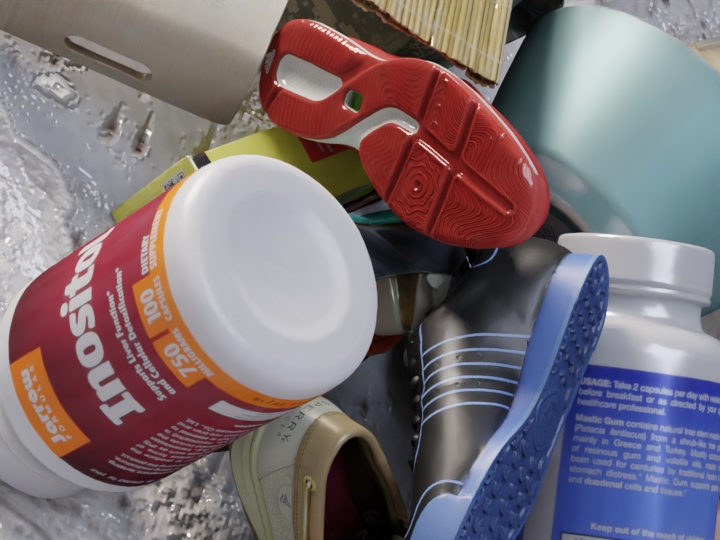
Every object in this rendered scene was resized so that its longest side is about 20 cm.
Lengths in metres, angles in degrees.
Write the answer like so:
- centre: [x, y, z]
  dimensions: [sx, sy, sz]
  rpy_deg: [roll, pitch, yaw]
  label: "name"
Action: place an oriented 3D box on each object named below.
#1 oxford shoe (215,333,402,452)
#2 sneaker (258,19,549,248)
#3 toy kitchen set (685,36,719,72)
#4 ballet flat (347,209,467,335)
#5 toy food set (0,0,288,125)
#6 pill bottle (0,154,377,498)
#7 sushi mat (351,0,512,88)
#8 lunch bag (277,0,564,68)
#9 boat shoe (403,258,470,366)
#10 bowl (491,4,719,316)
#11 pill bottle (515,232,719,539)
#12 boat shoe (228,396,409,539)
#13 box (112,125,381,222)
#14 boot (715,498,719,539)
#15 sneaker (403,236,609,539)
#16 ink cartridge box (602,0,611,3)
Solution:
- centre: [-0.037, 0.034, 1.403]
  dimensions: [0.071, 0.073, 0.200]
  rpy_deg: [55, 33, -1]
  label: "oxford shoe"
- centre: [0.050, -0.069, 1.369]
  dimensions: [0.115, 0.078, 0.200]
  rpy_deg: [6, 25, -44]
  label: "sneaker"
- centre: [0.224, -0.020, 1.685]
  dimensions: [0.163, 0.181, 0.200]
  rpy_deg: [-13, 35, -9]
  label: "toy kitchen set"
- centre: [0.000, 0.000, 1.361]
  dimensions: [0.200, 0.073, 0.073]
  rpy_deg: [-3, 70, -59]
  label: "ballet flat"
- centre: [-0.094, -0.192, 1.417]
  dimensions: [0.143, 0.060, 0.200]
  rpy_deg: [24, 78, -9]
  label: "toy food set"
- centre: [-0.094, 0.034, 1.251]
  dimensions: [0.113, 0.200, 0.113]
  rpy_deg: [21, 55, -33]
  label: "pill bottle"
- centre: [0.048, -0.189, 1.469]
  dimensions: [0.096, 0.012, 0.200]
  rpy_deg: [33, 46, -23]
  label: "sushi mat"
- centre: [0.026, -0.199, 1.553]
  dimensions: [0.200, 0.118, 0.164]
  rpy_deg: [-22, 80, -53]
  label: "lunch bag"
- centre: [0.057, 0.044, 1.480]
  dimensions: [0.068, 0.072, 0.200]
  rpy_deg: [-9, 78, -44]
  label: "boat shoe"
- centre: [0.134, -0.037, 1.531]
  dimensions: [0.105, 0.201, 0.201]
  rpy_deg: [-43, 100, -25]
  label: "bowl"
- centre: [0.132, 0.085, 1.410]
  dimensions: [0.112, 0.112, 0.200]
  rpy_deg: [11, 84, -39]
  label: "pill bottle"
- centre: [-0.004, 0.144, 1.320]
  dimensions: [0.074, 0.066, 0.200]
  rpy_deg: [-43, 130, -26]
  label: "boat shoe"
- centre: [-0.033, -0.050, 1.446]
  dimensions: [0.200, 0.075, 0.050]
  rpy_deg: [-22, 82, -46]
  label: "box"
- centre: [0.156, 0.194, 1.493]
  dimensions: [0.155, 0.074, 0.200]
  rpy_deg: [-24, 83, -43]
  label: "boot"
- centre: [0.052, 0.067, 1.325]
  dimensions: [0.200, 0.078, 0.070]
  rpy_deg: [-62, 151, -31]
  label: "sneaker"
- centre: [0.207, -0.293, 1.746]
  dimensions: [0.145, 0.147, 0.200]
  rpy_deg: [54, 44, -6]
  label: "ink cartridge box"
